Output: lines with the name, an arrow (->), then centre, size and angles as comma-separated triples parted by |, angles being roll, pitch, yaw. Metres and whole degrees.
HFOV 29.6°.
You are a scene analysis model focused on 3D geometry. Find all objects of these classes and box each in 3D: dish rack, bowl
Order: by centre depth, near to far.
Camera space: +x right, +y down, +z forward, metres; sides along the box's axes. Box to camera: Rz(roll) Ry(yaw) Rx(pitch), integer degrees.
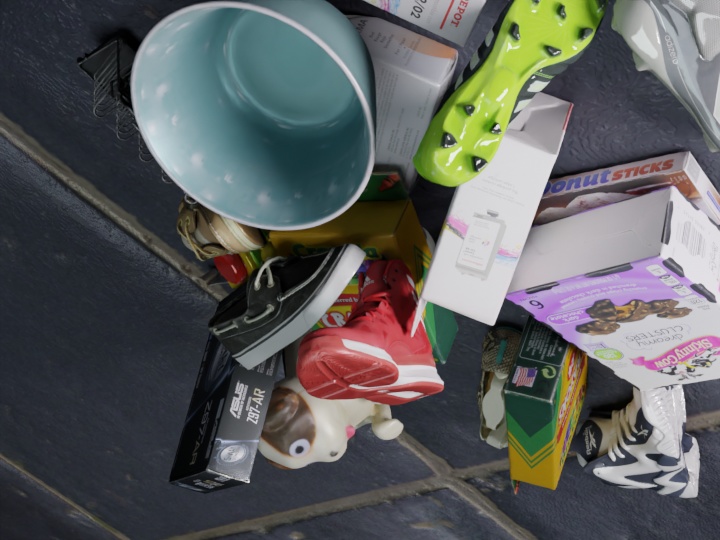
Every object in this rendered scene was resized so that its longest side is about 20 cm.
bowl -> -0.068, -0.143, 1.067 | 0.200, 0.105, 0.201 | 12, 131, 14
dish rack -> -0.177, -0.125, 1.192 | 0.055, 0.200, 0.153 | -42, 116, 10

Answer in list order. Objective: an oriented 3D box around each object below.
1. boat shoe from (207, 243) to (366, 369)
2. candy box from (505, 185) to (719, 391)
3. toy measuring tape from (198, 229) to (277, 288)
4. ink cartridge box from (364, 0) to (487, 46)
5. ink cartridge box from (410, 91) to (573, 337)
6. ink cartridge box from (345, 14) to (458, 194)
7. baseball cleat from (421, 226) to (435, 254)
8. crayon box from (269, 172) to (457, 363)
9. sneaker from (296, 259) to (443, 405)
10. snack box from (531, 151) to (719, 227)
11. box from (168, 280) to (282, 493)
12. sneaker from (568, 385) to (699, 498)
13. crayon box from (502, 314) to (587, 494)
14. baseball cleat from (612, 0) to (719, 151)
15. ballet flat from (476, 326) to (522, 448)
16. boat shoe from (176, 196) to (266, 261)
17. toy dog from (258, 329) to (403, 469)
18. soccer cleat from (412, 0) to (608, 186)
boat shoe -> -0.071, 0.024, 1.198 | 0.064, 0.071, 0.200 | 41, 135, -10
candy box -> 0.256, 0.023, 1.181 | 0.200, 0.072, 0.168 | 33, 147, -32
toy measuring tape -> -0.132, -0.019, 1.410 | 0.074, 0.074, 0.200 | 39, 160, -21
ink cartridge box -> 0.049, -0.241, 0.977 | 0.200, 0.068, 0.115 | 24, 147, -1
ink cartridge box -> 0.105, -0.040, 1.110 | 0.067, 0.117, 0.200 | 21, 121, 5
ink cartridge box -> -0.028, -0.160, 1.166 | 0.200, 0.050, 0.162 | 26, 147, 7
baseball cleat -> -0.020, -0.026, 1.334 | 0.200, 0.070, 0.107 | -18, 118, 37
crayon box -> 0.000, 0.000, 1.244 | 0.127, 0.051, 0.200 | 0, 134, 27
sneaker -> -0.002, 0.044, 1.126 | 0.078, 0.116, 0.200 | -19, 160, 19
snack box -> 0.207, -0.054, 1.174 | 0.200, 0.024, 0.072 | -10, 136, 40
box -> -0.127, 0.116, 1.350 | 0.043, 0.200, 0.160 | 19, 162, -16
sneaker -> 0.268, 0.167, 1.393 | 0.129, 0.080, 0.199 | -3, 149, 23
crayon box -> 0.186, 0.127, 1.349 | 0.051, 0.127, 0.200 | 12, 146, 18
baseball cleat -> 0.271, -0.140, 0.965 | 0.200, 0.070, 0.106 | 35, 136, -25
ballet flat -> 0.149, 0.141, 1.436 | 0.068, 0.075, 0.200 | 11, 145, 17
boat shoe -> -0.136, -0.041, 1.276 | 0.074, 0.066, 0.200 | 55, 179, -11
toy dog -> -0.041, 0.109, 1.398 | 0.194, 0.200, 0.140 | 18, 146, 8
soccer cleat -> 0.104, -0.146, 0.984 | 0.067, 0.200, 0.081 | 40, 171, -15
